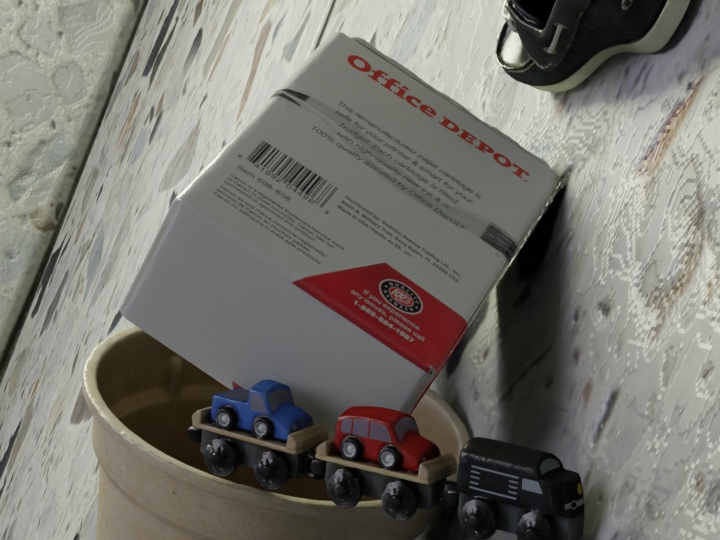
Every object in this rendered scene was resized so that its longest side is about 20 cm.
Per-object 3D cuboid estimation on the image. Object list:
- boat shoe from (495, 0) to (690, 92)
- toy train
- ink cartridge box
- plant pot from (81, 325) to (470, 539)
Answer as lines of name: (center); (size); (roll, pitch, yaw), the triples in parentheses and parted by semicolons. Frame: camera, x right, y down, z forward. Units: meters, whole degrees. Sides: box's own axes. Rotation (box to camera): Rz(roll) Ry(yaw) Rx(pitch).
boat shoe: (0.107, -0.140, 1.125); (0.200, 0.067, 0.072); (164, 124, -74)
toy train: (0.008, 0.083, 0.971); (0.034, 0.200, 0.046); (-14, -69, -59)
ink cartridge box: (-0.005, -0.015, 1.081); (0.084, 0.144, 0.200); (-58, -3, 37)
plant pot: (-0.061, 0.149, 1.128); (0.201, 0.200, 0.184); (-103, 25, -66)
